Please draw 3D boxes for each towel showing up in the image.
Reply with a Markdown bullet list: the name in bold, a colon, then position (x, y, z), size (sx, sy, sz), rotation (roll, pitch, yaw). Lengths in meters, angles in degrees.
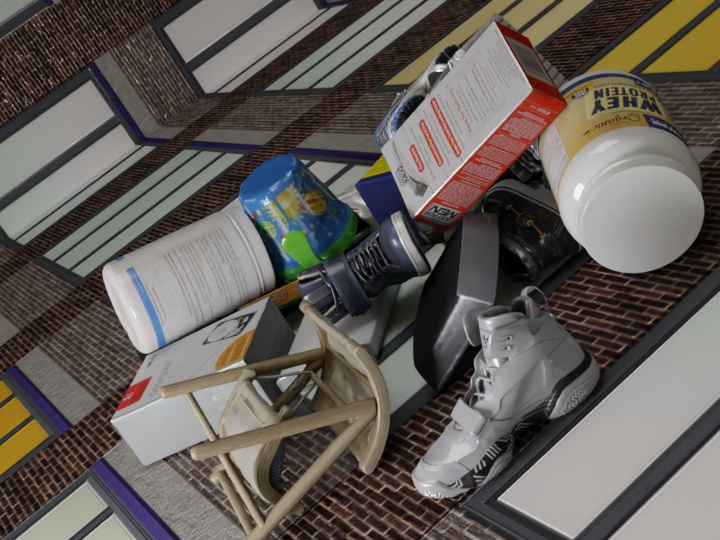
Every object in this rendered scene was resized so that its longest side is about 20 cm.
- **towel**: position (0.173, -0.204, 1.468), size (0.086, 0.166, 0.200), rotation (-42, 6, 32)

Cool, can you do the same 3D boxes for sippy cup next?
- **sippy cup**: position (-0.092, -0.080, 1.661), size (0.140, 0.131, 0.177), rotation (-49, 32, -20)

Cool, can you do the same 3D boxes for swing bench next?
- **swing bench**: position (-0.078, 0.149, 1.265), size (0.199, 0.130, 0.199), rotation (-31, 19, -9)

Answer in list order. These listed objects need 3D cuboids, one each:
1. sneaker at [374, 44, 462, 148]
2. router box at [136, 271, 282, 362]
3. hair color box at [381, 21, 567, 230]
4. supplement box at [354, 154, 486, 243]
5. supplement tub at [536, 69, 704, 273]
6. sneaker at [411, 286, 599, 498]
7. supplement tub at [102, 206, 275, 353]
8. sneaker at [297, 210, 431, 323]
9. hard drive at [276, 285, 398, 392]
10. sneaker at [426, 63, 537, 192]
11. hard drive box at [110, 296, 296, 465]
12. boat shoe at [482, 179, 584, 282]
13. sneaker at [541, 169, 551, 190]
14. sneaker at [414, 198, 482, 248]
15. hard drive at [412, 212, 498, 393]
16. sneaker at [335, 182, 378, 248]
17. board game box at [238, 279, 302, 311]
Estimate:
- **sneaker**: position (0.083, -0.229, 1.638), size (0.085, 0.077, 0.200), rotation (-12, 29, 53)
- **router box**: position (-0.211, 0.060, 1.767), size (0.148, 0.051, 0.200), rotation (-16, 26, 34)
- **hair color box**: position (0.118, -0.153, 1.330), size (0.200, 0.064, 0.111), rotation (-46, 48, 29)
- **supplement box**: position (0.106, -0.136, 1.656), size (0.108, 0.110, 0.200), rotation (-9, 32, 48)
- **supplement tub**: position (0.265, -0.103, 1.268), size (0.144, 0.145, 0.201), rotation (-28, 32, 14)
- **sneaker**: position (0.109, 0.104, 1.094), size (0.199, 0.115, 0.075), rotation (-36, 20, -8)
- **supplement tub**: position (-0.228, 0.012, 1.639), size (0.199, 0.133, 0.132), rotation (-26, 17, -17)
- **sneaker**: position (0.001, 0.002, 1.407), size (0.145, 0.077, 0.202), rotation (-24, -9, -5)
- **hard drive**: position (-0.022, 0.065, 1.510), size (0.131, 0.026, 0.200), rotation (-25, 22, 23)
- **sneaker**: position (0.151, -0.172, 1.568), size (0.071, 0.200, 0.099), rotation (-30, 23, 57)
- **hard drive box**: position (-0.188, 0.136, 1.527), size (0.199, 0.077, 0.156), rotation (-26, 21, 20)
- **boat shoe**: position (0.172, -0.046, 1.404), size (0.091, 0.071, 0.200), rotation (-34, 22, -13)
- **sneaker**: position (0.257, -0.126, 1.479), size (0.088, 0.075, 0.200), rotation (-36, 10, 5)
- **sneaker**: position (0.116, -0.051, 1.473), size (0.074, 0.087, 0.200), rotation (-4, 16, 18)
- **hard drive**: position (0.101, 0.024, 1.309), size (0.200, 0.042, 0.135), rotation (-77, 14, -61)
- **sneaker**: position (-0.050, -0.063, 1.777), size (0.199, 0.078, 0.100), rotation (-23, 26, 29)
- **board game box**: position (-0.057, 0.016, 1.626), size (0.199, 0.030, 0.095), rotation (-22, -3, 22)
